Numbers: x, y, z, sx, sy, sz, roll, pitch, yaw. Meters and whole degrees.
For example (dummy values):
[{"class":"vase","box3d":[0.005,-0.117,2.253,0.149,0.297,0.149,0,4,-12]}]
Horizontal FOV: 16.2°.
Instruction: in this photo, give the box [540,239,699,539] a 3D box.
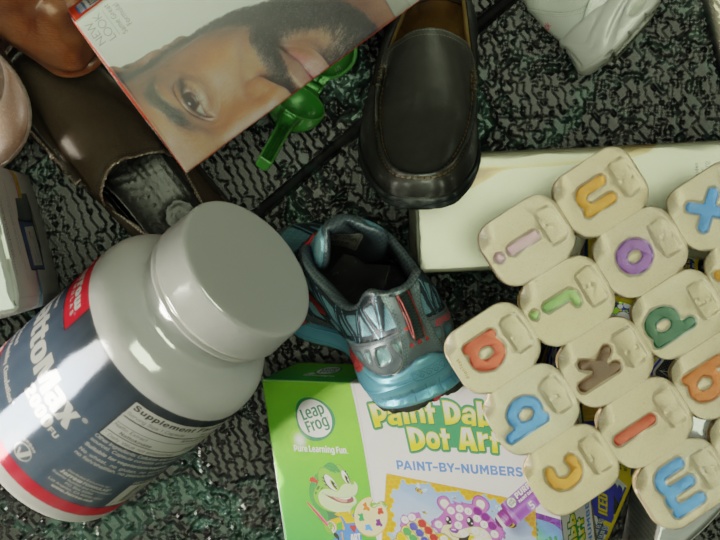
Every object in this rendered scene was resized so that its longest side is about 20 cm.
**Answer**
[{"class":"box","box3d":[0.137,0.078,1.486,0.070,0.064,0.200,15,128,-3]}]

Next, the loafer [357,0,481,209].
[{"class":"loafer","box3d":[0.035,-0.109,1.461,0.073,0.200,0.072,1,127,0]}]

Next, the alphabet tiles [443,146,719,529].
[{"class":"alphabet tiles","box3d":[0.155,0.037,1.394,0.195,0.015,0.200,-33,92,-5]}]

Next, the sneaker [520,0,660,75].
[{"class":"sneaker","box3d":[0.171,-0.220,1.523,0.099,0.078,0.200,42,90,1]}]

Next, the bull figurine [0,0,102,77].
[{"class":"bull figurine","box3d":[-0.219,-0.193,1.461,0.200,0.065,0.122,31,103,-25]}]

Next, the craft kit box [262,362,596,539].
[{"class":"craft kit box","box3d":[0.045,0.155,1.484,0.200,0.048,0.198,0,101,34]}]

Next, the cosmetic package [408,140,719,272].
[{"class":"cosmetic package","box3d":[0.129,-0.038,1.514,0.199,0.105,0.071,-3,91,-3]}]

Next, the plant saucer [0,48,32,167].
[{"class":"plant saucer","box3d":[-0.290,-0.113,1.476,0.200,0.200,0.032,5,58,-1]}]

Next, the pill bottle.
[{"class":"pill bottle","box3d":[-0.126,0.049,1.461,0.120,0.120,0.200,49,124,-2]}]

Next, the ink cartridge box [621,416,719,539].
[{"class":"ink cartridge box","box3d":[0.189,0.138,1.493,0.050,0.161,0.201,10,92,0]}]

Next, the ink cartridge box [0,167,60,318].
[{"class":"ink cartridge box","box3d":[-0.262,-0.003,1.459,0.145,0.200,0.088,-14,89,0]}]

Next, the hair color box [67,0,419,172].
[{"class":"hair color box","box3d":[-0.055,-0.161,1.447,0.200,0.064,0.111,-37,105,0]}]

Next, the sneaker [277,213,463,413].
[{"class":"sneaker","box3d":[0.000,0.000,1.469,0.079,0.200,0.096,-28,121,-17]}]

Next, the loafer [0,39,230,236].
[{"class":"loafer","box3d":[-0.143,-0.075,1.522,0.200,0.071,0.073,43,91,-2]}]

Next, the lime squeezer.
[{"class":"lime squeezer","box3d":[-0.026,-0.128,1.529,0.038,0.071,0.200,25,61,10]}]
